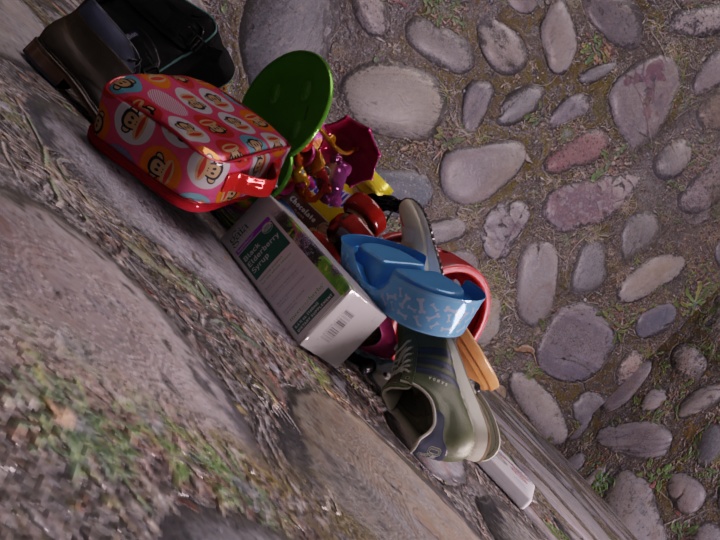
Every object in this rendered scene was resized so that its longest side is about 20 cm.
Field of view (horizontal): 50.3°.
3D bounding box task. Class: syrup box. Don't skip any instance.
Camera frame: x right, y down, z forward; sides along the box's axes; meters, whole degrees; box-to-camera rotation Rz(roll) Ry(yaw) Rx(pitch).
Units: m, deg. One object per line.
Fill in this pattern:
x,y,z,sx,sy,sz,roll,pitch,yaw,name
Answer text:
-0.067,0.006,0.842,0.200,0.079,0.081,47,5,40,syrup box

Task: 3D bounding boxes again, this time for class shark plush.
0.045,0.149,0.918,0.199,0.091,0.083,22,-10,-17,shark plush

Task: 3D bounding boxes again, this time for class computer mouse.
0.002,-0.033,1.192,0.044,0.201,0.109,32,-5,-39,computer mouse

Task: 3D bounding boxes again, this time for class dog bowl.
0.050,0.015,0.856,0.111,0.050,0.200,5,18,-38,dog bowl

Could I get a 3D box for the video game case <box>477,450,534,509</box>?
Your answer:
0.185,0.269,1.166,0.200,0.024,0.182,46,4,16,video game case

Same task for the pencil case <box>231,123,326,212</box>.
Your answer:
-0.112,-0.148,1.070,0.088,0.088,0.200,44,36,0,pencil case

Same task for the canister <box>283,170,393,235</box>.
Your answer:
-0.065,-0.111,1.271,0.148,0.200,0.087,43,3,-22,canister

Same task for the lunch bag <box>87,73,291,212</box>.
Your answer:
-0.160,-0.130,0.800,0.176,0.082,0.200,34,22,10,lunch bag

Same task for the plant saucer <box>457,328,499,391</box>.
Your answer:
0.120,0.087,1.063,0.201,0.037,0.200,55,-2,2,plant saucer

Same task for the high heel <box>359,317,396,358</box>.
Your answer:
-0.009,0.076,0.988,0.200,0.067,0.096,56,21,-37,high heel

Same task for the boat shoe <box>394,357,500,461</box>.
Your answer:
0.121,0.182,1.029,0.199,0.075,0.066,41,-7,37,boat shoe

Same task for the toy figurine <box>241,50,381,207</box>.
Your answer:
-0.050,-0.148,0.991,0.150,0.201,0.184,3,-16,37,toy figurine

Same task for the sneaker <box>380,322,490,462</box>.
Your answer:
0.061,0.116,0.821,0.089,0.067,0.201,3,44,-27,sneaker

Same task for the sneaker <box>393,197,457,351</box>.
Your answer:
0.057,0.008,0.957,0.070,0.093,0.201,55,21,-74,sneaker

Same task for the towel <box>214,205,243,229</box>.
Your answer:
-0.198,-0.101,1.068,0.200,0.023,0.144,46,3,14,towel

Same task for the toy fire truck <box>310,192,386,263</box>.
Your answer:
0.000,0.000,1.069,0.168,0.112,0.200,48,-22,0,toy fire truck

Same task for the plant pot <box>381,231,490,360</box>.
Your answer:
0.086,0.043,1.262,0.200,0.201,0.182,42,1,-41,plant pot

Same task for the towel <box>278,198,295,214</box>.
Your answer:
-0.169,-0.127,1.135,0.200,0.049,0.112,43,3,-26,towel

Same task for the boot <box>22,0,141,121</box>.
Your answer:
-0.267,-0.207,0.859,0.200,0.097,0.075,43,3,-18,boot

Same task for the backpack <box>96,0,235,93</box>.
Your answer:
-0.279,-0.280,1.006,0.200,0.176,0.153,45,-14,24,backpack
